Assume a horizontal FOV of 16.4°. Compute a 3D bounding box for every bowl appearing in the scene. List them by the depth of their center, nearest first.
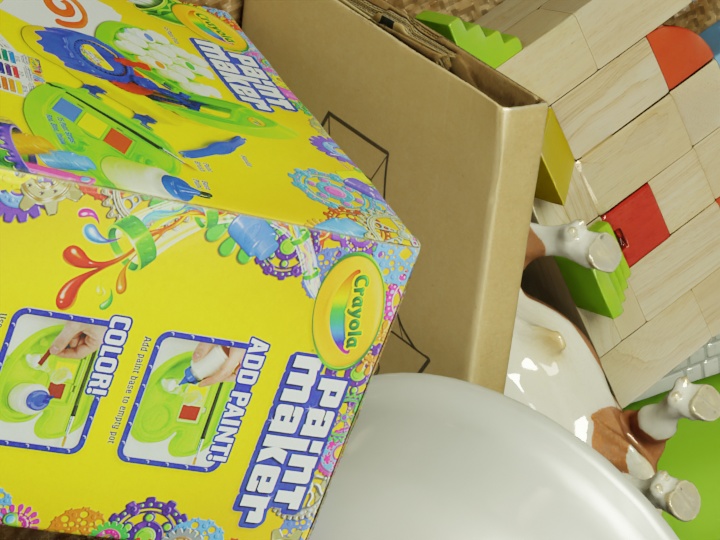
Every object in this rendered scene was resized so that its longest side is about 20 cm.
[{"bbox_3d":[0.022,0.143,0.850,0.090,0.200,0.202,-38,133,-42],"label":"bowl"}]

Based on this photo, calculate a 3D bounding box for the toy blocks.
[{"bbox_3d":[0.112,-0.049,0.986,0.136,0.100,0.201,-35,116,-20],"label":"toy blocks"}]

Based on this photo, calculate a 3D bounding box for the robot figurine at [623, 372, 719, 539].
[{"bbox_3d":[0.172,0.098,1.048,0.199,0.176,0.116,-20,113,17],"label":"robot figurine"}]

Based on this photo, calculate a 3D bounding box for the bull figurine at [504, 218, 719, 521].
[{"bbox_3d":[0.074,0.054,0.937,0.200,0.121,0.065,50,58,-5],"label":"bull figurine"}]

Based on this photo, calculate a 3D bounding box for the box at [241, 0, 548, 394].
[{"bbox_3d":[0.000,0.000,0.913,0.021,0.163,0.201,-11,122,-33],"label":"box"}]

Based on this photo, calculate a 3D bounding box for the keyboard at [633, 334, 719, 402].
[{"bbox_3d":[0.150,0.026,1.086,0.199,0.011,0.057,-20,123,-13],"label":"keyboard"}]

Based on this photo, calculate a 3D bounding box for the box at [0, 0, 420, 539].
[{"bbox_3d":[-0.115,-0.017,0.830,0.192,0.200,0.123,10,112,-27],"label":"box"}]
